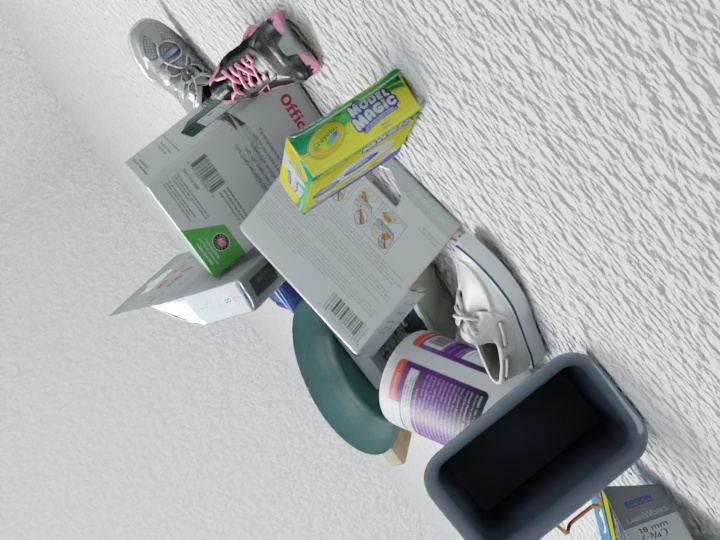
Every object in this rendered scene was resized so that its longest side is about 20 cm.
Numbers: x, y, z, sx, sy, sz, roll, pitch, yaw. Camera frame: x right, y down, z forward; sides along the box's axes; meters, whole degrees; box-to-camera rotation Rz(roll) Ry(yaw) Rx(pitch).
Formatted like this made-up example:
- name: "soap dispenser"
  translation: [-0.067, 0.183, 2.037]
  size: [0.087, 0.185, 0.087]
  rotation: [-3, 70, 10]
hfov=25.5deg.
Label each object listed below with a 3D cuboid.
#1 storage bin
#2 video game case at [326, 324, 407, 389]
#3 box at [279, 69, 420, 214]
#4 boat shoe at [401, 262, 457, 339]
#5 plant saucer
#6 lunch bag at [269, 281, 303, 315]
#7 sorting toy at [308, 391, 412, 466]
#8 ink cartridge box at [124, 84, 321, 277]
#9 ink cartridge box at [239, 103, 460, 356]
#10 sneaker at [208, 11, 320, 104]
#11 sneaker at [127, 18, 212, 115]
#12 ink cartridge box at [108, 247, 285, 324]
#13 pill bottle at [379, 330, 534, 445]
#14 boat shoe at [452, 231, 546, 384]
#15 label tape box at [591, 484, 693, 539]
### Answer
- name: "storage bin"
  translation: [0.169, 0.178, 1.542]
  size: [0.146, 0.200, 0.134]
  rotation: [51, -178, -3]
- name: "video game case"
  translation: [-0.004, 0.015, 1.847]
  size: [0.182, 0.024, 0.200]
  rotation: [53, -152, -16]
- name: "box"
  translation: [-0.011, -0.115, 1.425]
  size: [0.048, 0.117, 0.200]
  rotation: [56, 171, 6]
- name: "boat shoe"
  translation: [0.057, 0.024, 1.771]
  size: [0.062, 0.075, 0.200]
  rotation: [5, 156, 23]
- name: "plant saucer"
  translation: [-0.003, 0.112, 1.822]
  size: [0.200, 0.036, 0.200]
  rotation: [43, -149, -35]
- name: "lunch bag"
  translation: [-0.074, -0.039, 1.964]
  size: [0.200, 0.136, 0.132]
  rotation: [56, 169, -25]
- name: "sorting toy"
  translation: [-0.004, 0.135, 2.143]
  size: [0.200, 0.070, 0.199]
  rotation: [54, -148, -29]
- name: "ink cartridge box"
  translation: [-0.133, -0.115, 1.755]
  size: [0.146, 0.200, 0.084]
  rotation: [56, 172, -32]
- name: "ink cartridge box"
  translation: [-0.006, -0.042, 1.628]
  size: [0.200, 0.174, 0.044]
  rotation: [46, -163, 23]
- name: "sneaker"
  translation: [-0.106, -0.203, 1.611]
  size: [0.079, 0.095, 0.200]
  rotation: [54, 169, -9]
- name: "sneaker"
  translation: [-0.219, -0.253, 2.075]
  size: [0.200, 0.075, 0.082]
  rotation: [47, 158, -19]
- name: "ink cartridge box"
  translation: [-0.168, 0.013, 1.834]
  size: [0.200, 0.163, 0.057]
  rotation: [-20, 107, 35]
- name: "pill bottle"
  translation: [0.129, 0.145, 1.709]
  size: [0.200, 0.111, 0.111]
  rotation: [21, 155, 34]
- name: "boat shoe"
  translation: [0.124, 0.043, 1.564]
  size: [0.072, 0.066, 0.200]
  rotation: [44, 169, 37]
- name: "label tape box"
  translation: [0.300, 0.294, 1.610]
  size: [0.200, 0.063, 0.144]
  rotation: [-114, 4, -50]
